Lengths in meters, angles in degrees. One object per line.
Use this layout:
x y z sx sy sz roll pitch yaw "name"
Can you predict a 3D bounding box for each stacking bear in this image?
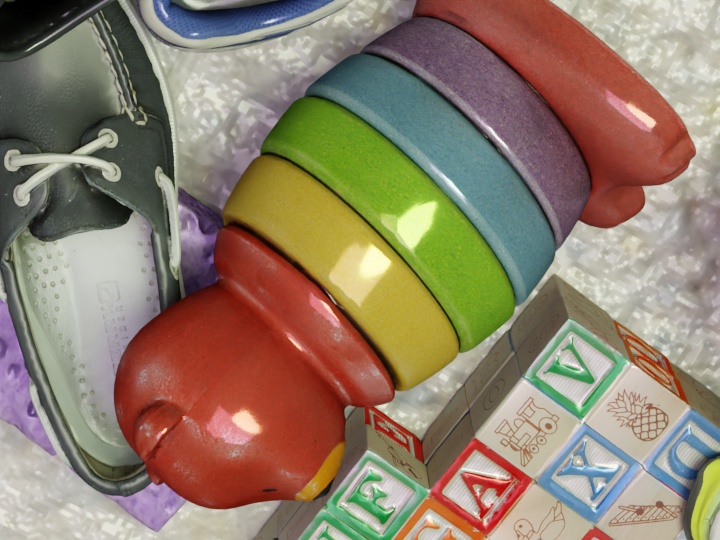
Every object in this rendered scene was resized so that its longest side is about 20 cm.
0.000 0.000 0.780 0.114 0.121 0.200 44 78 3 "stacking bear"

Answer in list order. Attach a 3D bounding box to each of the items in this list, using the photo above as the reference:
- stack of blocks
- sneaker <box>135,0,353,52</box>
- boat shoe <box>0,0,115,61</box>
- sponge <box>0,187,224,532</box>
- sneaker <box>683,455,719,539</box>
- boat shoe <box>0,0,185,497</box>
0.038 0.102 0.872 0.115 0.059 0.200 36 103 -11 "stack of blocks"
0.012 -0.129 0.791 0.199 0.088 0.075 -31 102 7 "sneaker"
-0.053 -0.126 0.722 0.198 0.074 0.066 -22 62 15 "boat shoe"
-0.120 -0.002 0.858 0.200 0.030 0.112 38 102 -9 "sponge"
0.222 0.100 0.839 0.199 0.081 0.074 -7 131 -18 "sneaker"
-0.096 -0.019 0.807 0.075 0.060 0.201 -15 104 2 "boat shoe"
